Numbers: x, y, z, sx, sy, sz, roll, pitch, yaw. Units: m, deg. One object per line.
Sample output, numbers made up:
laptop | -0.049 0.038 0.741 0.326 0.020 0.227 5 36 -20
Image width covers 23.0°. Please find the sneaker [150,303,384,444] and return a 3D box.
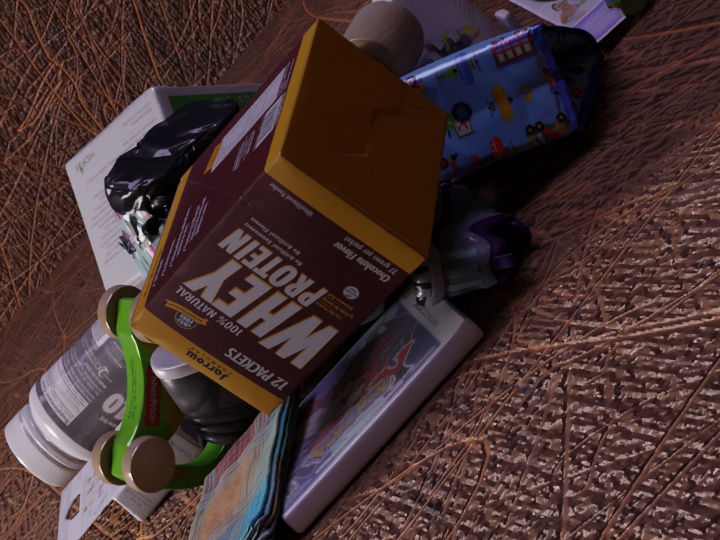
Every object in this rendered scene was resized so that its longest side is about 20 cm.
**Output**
sneaker | -0.066 0.079 1.479 0.198 0.100 0.071 -20 32 0

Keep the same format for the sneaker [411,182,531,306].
sneaker | 0.094 -0.022 1.376 0.087 0.075 0.200 -8 18 13

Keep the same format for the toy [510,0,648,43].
toy | 0.188 -0.288 1.619 0.115 0.047 0.200 -43 45 -8

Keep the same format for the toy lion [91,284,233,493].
toy lion | -0.136 0.088 1.547 0.068 0.191 0.202 2 89 48

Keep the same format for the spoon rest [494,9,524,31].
spoon rest | 0.225 -0.273 1.672 0.199 0.061 0.099 -34 16 1

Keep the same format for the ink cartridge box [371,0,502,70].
ink cartridge box | 0.072 -0.231 1.685 0.068 0.200 0.115 -42 14 17

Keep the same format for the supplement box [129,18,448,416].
supplement box | -0.051 -0.041 1.351 0.200 0.132 0.198 -45 19 32

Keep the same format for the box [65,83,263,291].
box | -0.174 -0.088 1.932 0.198 0.173 0.200 -8 -17 -43

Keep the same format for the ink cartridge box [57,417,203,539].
ink cartridge box | -0.227 0.198 1.738 0.174 0.043 0.200 -51 14 6

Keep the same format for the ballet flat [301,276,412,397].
ballet flat | -0.016 0.043 1.516 0.200 0.046 0.067 -43 14 17

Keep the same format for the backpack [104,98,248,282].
backpack | -0.143 -0.041 1.635 0.126 0.201 0.167 17 50 44

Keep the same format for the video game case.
video game case | 0.001 0.098 1.367 0.200 0.023 0.182 -48 14 0

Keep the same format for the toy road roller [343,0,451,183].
toy road roller | 0.025 -0.124 1.591 0.201 0.145 0.123 -63 1 37

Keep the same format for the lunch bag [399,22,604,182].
lunch bag | 0.119 -0.156 1.500 0.150 0.095 0.200 -20 10 22

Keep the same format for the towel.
towel | -0.100 0.184 1.375 0.147 0.022 0.200 -50 15 27

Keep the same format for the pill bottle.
pill bottle | -0.291 0.136 1.951 0.200 0.113 0.113 -45 14 12
